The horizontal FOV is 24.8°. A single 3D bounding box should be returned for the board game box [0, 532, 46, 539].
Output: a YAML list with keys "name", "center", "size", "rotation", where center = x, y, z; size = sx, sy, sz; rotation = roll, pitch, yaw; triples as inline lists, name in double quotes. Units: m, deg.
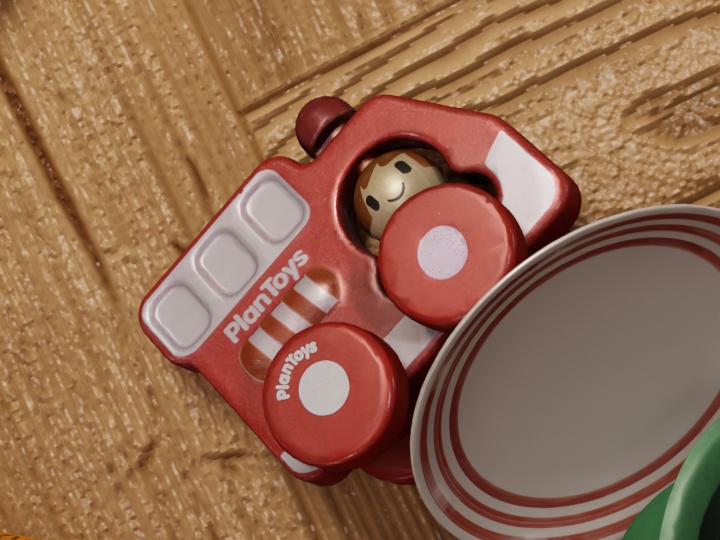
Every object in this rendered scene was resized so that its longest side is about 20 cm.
- name: "board game box"
  center: [-0.216, 0.241, 0.787]
  size: [0.200, 0.200, 0.200]
  rotation: [8, 93, 10]

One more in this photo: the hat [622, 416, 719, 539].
- name: "hat"
  center: [0.156, 0.142, 0.809]
  size: [0.200, 0.176, 0.166]
  rotation: [-6, 89, -27]

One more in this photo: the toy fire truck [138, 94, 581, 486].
- name: "toy fire truck"
  center: [0.000, 0.000, 0.794]
  size: [0.168, 0.112, 0.200]
  rotation: [43, 98, 25]

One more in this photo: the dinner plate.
- name: "dinner plate"
  center: [0.112, 0.051, 0.754]
  size: [0.200, 0.200, 0.024]
  rotation: [-44, 42, 9]
